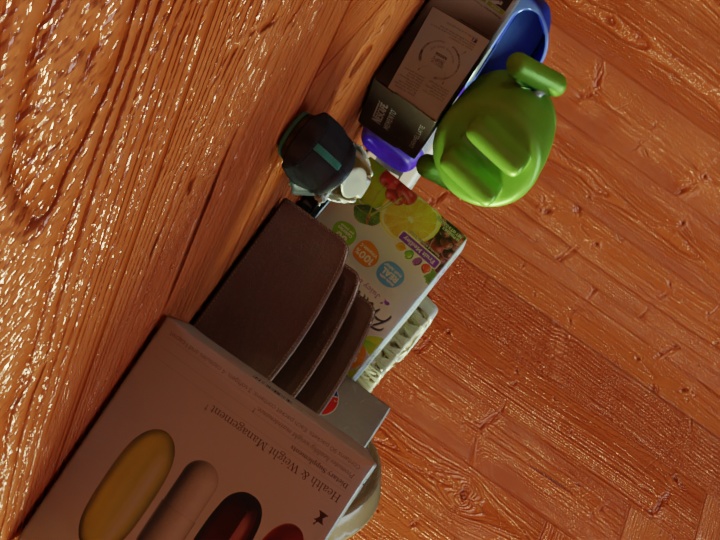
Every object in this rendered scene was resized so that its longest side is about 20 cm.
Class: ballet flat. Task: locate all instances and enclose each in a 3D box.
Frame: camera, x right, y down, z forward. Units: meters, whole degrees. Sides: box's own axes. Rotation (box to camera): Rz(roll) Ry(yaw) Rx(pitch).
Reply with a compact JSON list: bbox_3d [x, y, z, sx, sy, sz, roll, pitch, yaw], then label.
[{"bbox_3d":[-0.025,-0.082,0.867,0.074,0.073,0.200,-56,179,2],"label":"ballet flat"}]

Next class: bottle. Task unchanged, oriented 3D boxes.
[{"bbox_3d":[0.082,-0.218,1.297,0.201,0.083,0.065,-55,179,-14],"label":"bottle"}]

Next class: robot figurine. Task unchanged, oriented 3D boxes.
[{"bbox_3d":[0.143,-0.141,1.128,0.176,0.115,0.200,-50,-178,31],"label":"robot figurine"}]

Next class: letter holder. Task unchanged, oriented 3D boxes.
[{"bbox_3d":[-0.074,0.065,0.994,0.201,0.141,0.101,-55,179,-23],"label":"letter holder"}]

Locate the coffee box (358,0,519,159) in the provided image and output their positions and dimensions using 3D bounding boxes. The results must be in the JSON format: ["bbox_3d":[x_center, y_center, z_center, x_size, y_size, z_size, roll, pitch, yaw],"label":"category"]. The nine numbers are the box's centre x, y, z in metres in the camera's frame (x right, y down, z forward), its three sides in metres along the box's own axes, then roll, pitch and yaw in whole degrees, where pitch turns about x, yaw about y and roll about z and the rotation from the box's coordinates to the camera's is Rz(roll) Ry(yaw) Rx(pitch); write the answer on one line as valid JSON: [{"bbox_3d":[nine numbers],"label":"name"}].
[{"bbox_3d":[0.089,-0.235,1.151,0.201,0.079,0.114,-56,179,-17],"label":"coffee box"}]

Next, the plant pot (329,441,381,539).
[{"bbox_3d":[-0.067,0.182,1.220,0.201,0.197,0.177,-55,154,-55],"label":"plant pot"}]

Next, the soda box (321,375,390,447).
[{"bbox_3d":[-0.070,0.113,1.099,0.069,0.199,0.063,-54,178,-15],"label":"soda box"}]

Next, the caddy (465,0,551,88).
[{"bbox_3d":[0.160,-0.286,1.391,0.201,0.140,0.105,-57,-177,37],"label":"caddy"}]

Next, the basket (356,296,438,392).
[{"bbox_3d":[-0.031,0.050,1.284,0.124,0.199,0.136,-49,175,-32],"label":"basket"}]

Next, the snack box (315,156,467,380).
[{"bbox_3d":[0.000,0.000,1.148,0.200,0.142,0.053,-49,171,-14],"label":"snack box"}]

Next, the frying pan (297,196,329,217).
[{"bbox_3d":[-0.058,-0.056,1.171,0.190,0.031,0.116,-39,163,-46],"label":"frying pan"}]

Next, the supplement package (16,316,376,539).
[{"bbox_3d":[-0.121,0.175,0.830,0.201,0.190,0.147,-56,178,-5],"label":"supplement package"}]

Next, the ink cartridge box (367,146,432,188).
[{"bbox_3d":[0.032,-0.131,1.636,0.201,0.084,0.145,-56,179,8],"label":"ink cartridge box"}]
